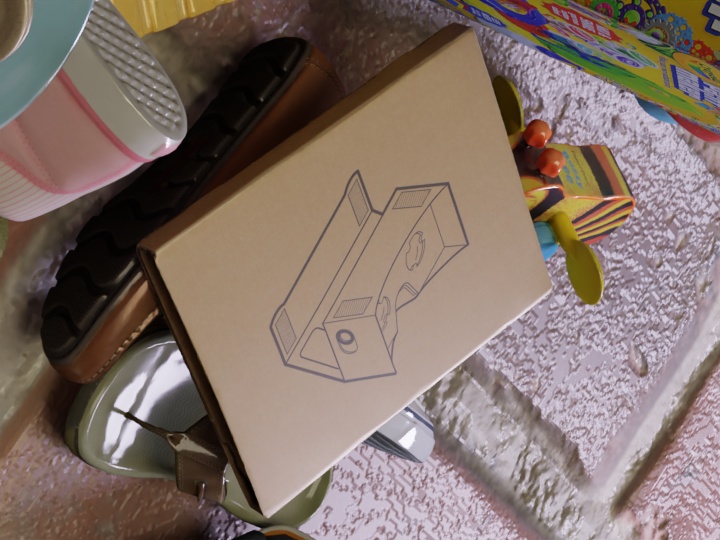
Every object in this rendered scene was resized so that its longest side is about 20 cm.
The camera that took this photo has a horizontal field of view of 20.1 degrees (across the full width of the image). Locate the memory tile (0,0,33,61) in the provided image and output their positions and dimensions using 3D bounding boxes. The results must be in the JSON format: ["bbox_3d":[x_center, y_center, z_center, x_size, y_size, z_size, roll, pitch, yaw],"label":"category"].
[{"bbox_3d":[-0.199,-0.100,0.740,0.153,0.017,0.201,27,104,-10],"label":"memory tile"}]

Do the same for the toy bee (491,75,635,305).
[{"bbox_3d":[0.091,-0.037,1.093,0.131,0.109,0.200,52,44,1],"label":"toy bee"}]

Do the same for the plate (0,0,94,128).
[{"bbox_3d":[-0.194,-0.131,0.752,0.199,0.026,0.201,-1,107,-3],"label":"plate"}]

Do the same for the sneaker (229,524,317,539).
[{"bbox_3d":[-0.072,0.180,1.074,0.199,0.080,0.078,13,141,-30],"label":"sneaker"}]

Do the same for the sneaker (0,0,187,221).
[{"bbox_3d":[-0.166,-0.108,0.821,0.201,0.104,0.075,55,22,-9],"label":"sneaker"}]

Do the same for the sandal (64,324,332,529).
[{"bbox_3d":[-0.069,0.086,1.040,0.201,0.057,0.080,29,87,-48],"label":"sandal"}]

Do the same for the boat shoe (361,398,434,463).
[{"bbox_3d":[-0.004,0.045,1.066,0.067,0.073,0.200,-67,151,-12],"label":"boat shoe"}]

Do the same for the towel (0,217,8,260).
[{"bbox_3d":[-0.226,0.014,0.826,0.149,0.036,0.201,54,48,-41],"label":"towel"}]

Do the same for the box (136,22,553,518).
[{"bbox_3d":[0.000,0.000,0.981,0.200,0.021,0.164,-37,126,-24],"label":"box"}]

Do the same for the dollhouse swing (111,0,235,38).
[{"bbox_3d":[-0.047,-0.204,0.861,0.200,0.181,0.177,-27,105,-35],"label":"dollhouse swing"}]

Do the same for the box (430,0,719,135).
[{"bbox_3d":[0.124,-0.166,0.965,0.122,0.192,0.200,-64,168,0],"label":"box"}]

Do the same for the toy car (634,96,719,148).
[{"bbox_3d":[0.178,-0.182,1.120,0.199,0.184,0.177,28,87,-19],"label":"toy car"}]

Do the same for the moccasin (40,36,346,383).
[{"bbox_3d":[-0.075,-0.022,0.980,0.202,0.073,0.078,-53,125,-26],"label":"moccasin"}]
